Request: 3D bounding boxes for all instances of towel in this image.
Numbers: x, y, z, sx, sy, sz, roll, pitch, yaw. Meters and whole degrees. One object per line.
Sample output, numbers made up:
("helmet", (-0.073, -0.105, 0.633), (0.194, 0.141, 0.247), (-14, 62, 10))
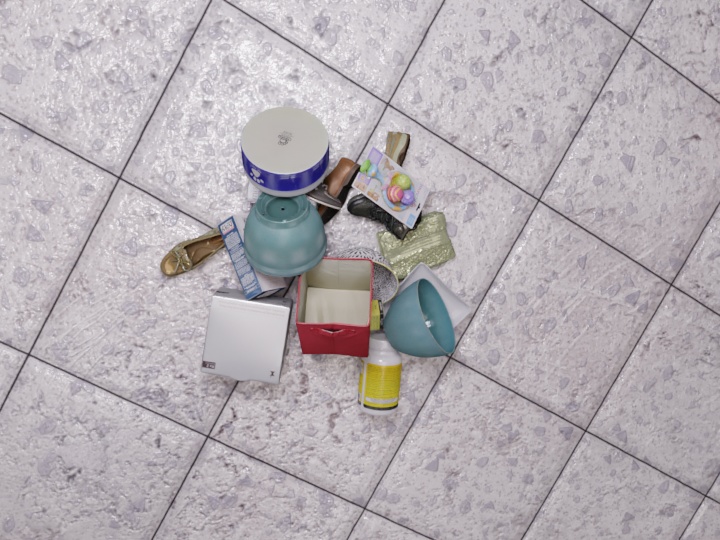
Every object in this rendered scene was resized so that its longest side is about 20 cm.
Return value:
("towel", (0.150, -0.063, 1.573), (0.198, 0.036, 0.150), (-20, 103, -6))

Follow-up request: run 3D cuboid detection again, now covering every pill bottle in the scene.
("pill bottle", (0.054, 0.275, 1.572), (0.111, 0.112, 0.202), (4, 99, -10))

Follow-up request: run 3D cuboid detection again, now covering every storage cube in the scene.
("storage cube", (-0.056, 0.089, 1.402), (0.169, 0.180, 0.202), (2, 58, 1))

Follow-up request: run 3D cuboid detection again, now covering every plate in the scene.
("plate", (0.165, 0.107, 1.591), (0.199, 0.032, 0.200), (41, 102, -13))

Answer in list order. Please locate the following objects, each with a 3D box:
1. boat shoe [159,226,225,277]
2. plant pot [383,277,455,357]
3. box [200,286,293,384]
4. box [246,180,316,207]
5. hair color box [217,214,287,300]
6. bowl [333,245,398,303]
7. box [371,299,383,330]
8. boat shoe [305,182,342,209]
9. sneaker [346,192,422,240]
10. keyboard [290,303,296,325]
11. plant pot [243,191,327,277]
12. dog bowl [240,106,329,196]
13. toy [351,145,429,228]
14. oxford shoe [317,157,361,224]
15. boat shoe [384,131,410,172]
("boat shoe", (-0.416, -0.048, 1.470), (0.199, 0.063, 0.074), (-33, 103, -2))
("plant pot", (0.137, 0.137, 1.495), (0.134, 0.200, 0.201), (-24, 104, 24))
("box", (-0.283, 0.162, 1.483), (0.197, 0.131, 0.202), (10, 98, -6))
("box", (-0.187, -0.260, 1.456), (0.174, 0.097, 0.202), (6, 98, -9))
("hair color box", (-0.265, -0.035, 1.443), (0.060, 0.100, 0.202), (-26, 82, 29))
("bowl", (0.000, 0.000, 1.512), (0.198, 0.095, 0.202), (2, 142, 2))
("box", (-0.039, 0.123, 1.531), (0.198, 0.050, 0.076), (-6, 142, -2))
("boat shoe", (-0.127, -0.206, 1.395), (0.198, 0.067, 0.057), (23, 99, -11))
("sneaker", (0.065, -0.142, 1.505), (0.197, 0.115, 0.077), (6, 137, -11))
("keyboard", (-0.167, 0.119, 1.564), (0.198, 0.011, 0.057), (7, 98, -10))
("plant pot", (-0.175, -0.105, 1.341), (0.198, 0.202, 0.135), (-6, 140, -8))
("dog bowl", (-0.168, -0.269, 1.318), (0.198, 0.079, 0.202), (2, 60, -3))
("toy", (0.086, -0.201, 1.419), (0.199, 0.047, 0.116), (31, 79, -25))
("oxford shoe", (-0.075, -0.199, 1.511), (0.071, 0.071, 0.201), (34, 93, 15))
("boat shoe", (0.066, -0.267, 1.497), (0.075, 0.072, 0.202), (16, 67, 8))
